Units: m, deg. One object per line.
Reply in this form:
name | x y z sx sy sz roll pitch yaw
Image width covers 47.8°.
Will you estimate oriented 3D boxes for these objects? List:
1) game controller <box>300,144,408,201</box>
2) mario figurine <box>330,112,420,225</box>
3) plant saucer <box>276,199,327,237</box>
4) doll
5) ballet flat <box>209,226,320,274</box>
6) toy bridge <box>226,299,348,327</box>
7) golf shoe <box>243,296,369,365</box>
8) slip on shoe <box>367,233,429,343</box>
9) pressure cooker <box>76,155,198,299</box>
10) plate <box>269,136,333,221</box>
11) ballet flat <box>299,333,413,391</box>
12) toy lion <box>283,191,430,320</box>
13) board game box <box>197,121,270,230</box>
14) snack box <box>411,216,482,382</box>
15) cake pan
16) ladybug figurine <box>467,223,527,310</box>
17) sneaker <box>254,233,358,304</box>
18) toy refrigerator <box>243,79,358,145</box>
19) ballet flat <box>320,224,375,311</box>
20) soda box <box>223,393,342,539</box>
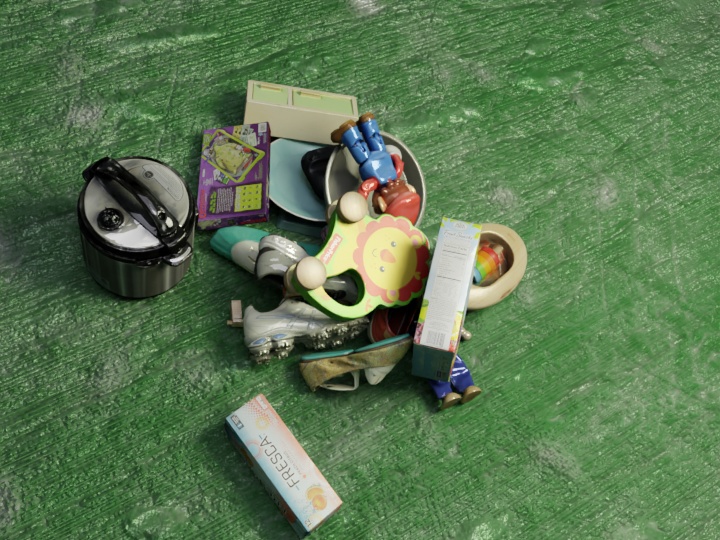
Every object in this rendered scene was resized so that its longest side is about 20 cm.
game controller | -0.005 -0.179 1.422 0.198 0.042 0.105 -16 74 -30
mario figurine | 0.021 -0.145 1.326 0.122 0.106 0.202 -26 88 5
plant saucer | -0.043 -0.085 1.404 0.197 0.019 0.071 12 61 -7
doll | 0.127 0.120 1.324 0.135 0.049 0.202 -12 64 -25
ballet flat | -0.146 -0.023 1.310 0.197 0.068 0.071 11 34 -11
toy bridge | -0.114 0.080 1.295 0.197 0.027 0.068 -2 65 -16
golf shoe | -0.085 0.074 1.251 0.198 0.079 0.098 -9 64 -20
slip on shoe | 0.072 0.028 1.300 0.074 0.061 0.202 32 68 -26
pressure cooker | -0.332 -0.068 1.217 0.173 0.201 0.181 5 62 -11
plate | -0.084 -0.156 1.412 0.197 0.026 0.202 9 50 -11
ballet flat | -0.002 0.144 1.222 0.198 0.071 0.072 -15 59 27
toy lion | 0.010 -0.007 1.226 0.191 0.069 0.201 38 66 -13
board game box | -0.210 -0.161 1.360 0.118 0.032 0.202 -4 56 2
snack box | 0.129 0.048 1.226 0.067 0.169 0.202 11 70 7
cake pan | 0.021 -0.135 1.375 0.198 0.037 0.203 3 83 -29
ladybug figurine | 0.198 0.001 1.390 0.199 0.072 0.136 -33 75 -26
sneaker | -0.074 0.019 1.256 0.198 0.074 0.080 22 63 -11
toy refrigerator | -0.107 -0.281 1.446 0.197 0.071 0.076 7 41 -10
ballet flat | 0.000 0.000 1.328 0.069 0.071 0.201 -52 121 -31
soda box | -0.114 0.282 1.172 0.068 0.064 0.201 -32 74 -26
